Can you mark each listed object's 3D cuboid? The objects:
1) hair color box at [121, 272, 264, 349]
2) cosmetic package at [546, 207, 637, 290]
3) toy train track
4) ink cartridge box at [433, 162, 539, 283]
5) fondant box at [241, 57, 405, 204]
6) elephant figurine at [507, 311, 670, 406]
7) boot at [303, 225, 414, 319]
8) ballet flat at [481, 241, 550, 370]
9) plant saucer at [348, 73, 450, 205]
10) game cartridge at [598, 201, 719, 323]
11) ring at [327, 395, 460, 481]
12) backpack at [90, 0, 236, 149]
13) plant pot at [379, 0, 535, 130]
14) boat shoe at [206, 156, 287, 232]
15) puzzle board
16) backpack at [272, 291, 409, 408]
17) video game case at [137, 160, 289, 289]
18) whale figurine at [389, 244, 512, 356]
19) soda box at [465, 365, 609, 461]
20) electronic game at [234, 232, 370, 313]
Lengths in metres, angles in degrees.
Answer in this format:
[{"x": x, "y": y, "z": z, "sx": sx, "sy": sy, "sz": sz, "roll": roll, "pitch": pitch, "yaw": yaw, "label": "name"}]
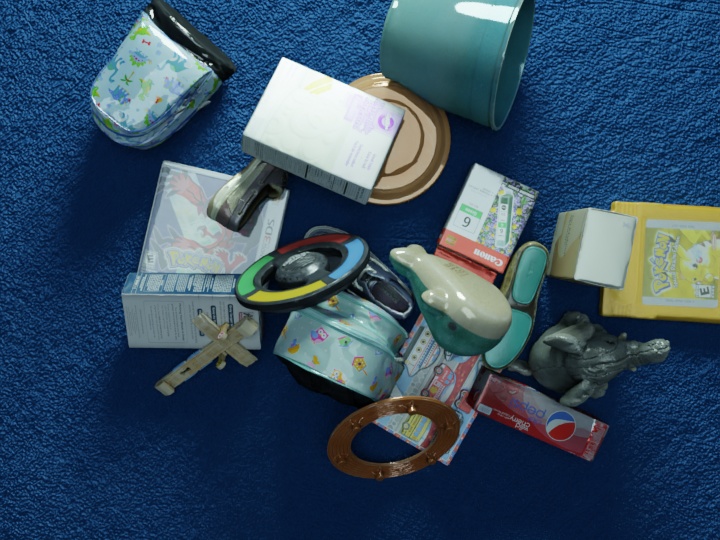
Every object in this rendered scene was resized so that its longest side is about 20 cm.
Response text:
[{"x": -0.246, "y": 0.060, "z": 1.451, "sx": 0.199, "sy": 0.061, "sz": 0.100, "roll": 1, "pitch": 123, "yaw": 0, "label": "hair color box"}, {"x": 0.327, "y": -0.031, "z": 1.398, "sx": 0.071, "sy": 0.200, "sz": 0.106, "roll": 12, "pitch": 90, "yaw": 0, "label": "cosmetic package"}, {"x": -0.231, "y": 0.134, "z": 1.444, "sx": 0.200, "sy": 0.033, "sz": 0.115, "roll": -35, "pitch": 117, "yaw": 24, "label": "toy train track"}, {"x": 0.178, "y": -0.048, "z": 1.474, "sx": 0.109, "sy": 0.050, "sz": 0.201, "roll": 24, "pitch": 90, "yaw": 0, "label": "ink cartridge box"}, {"x": -0.053, "y": -0.203, "z": 1.416, "sx": 0.199, "sy": 0.058, "sz": 0.145, "roll": 24, "pitch": 68, "yaw": -1, "label": "fondant box"}, {"x": 0.322, "y": 0.125, "z": 1.399, "sx": 0.141, "sy": 0.200, "sz": 0.156, "roll": 34, "pitch": 90, "yaw": 0, "label": "elephant figurine"}, {"x": 0.000, "y": 0.000, "z": 1.454, "sx": 0.200, "sy": 0.090, "sz": 0.073, "roll": 34, "pitch": 90, "yaw": 0, "label": "boot"}, {"x": 0.231, "y": 0.053, "z": 1.467, "sx": 0.070, "sy": 0.071, "sz": 0.201, "roll": 19, "pitch": 94, "yaw": 0, "label": "ballet flat"}, {"x": 0.038, "y": -0.200, "z": 1.483, "sx": 0.199, "sy": 0.032, "sz": 0.201, "roll": 0, "pitch": 90, "yaw": -1, "label": "plant saucer"}, {"x": 0.468, "y": -0.012, "z": 1.483, "sx": 0.199, "sy": 0.032, "sz": 0.177, "roll": 3, "pitch": 90, "yaw": -1, "label": "game cartridge"}, {"x": 0.050, "y": 0.250, "z": 1.421, "sx": 0.199, "sy": 0.201, "sz": 0.019, "roll": -14, "pitch": 48, "yaw": 0, "label": "ring"}, {"x": -0.309, "y": -0.274, "z": 1.441, "sx": 0.163, "sy": 0.154, "sz": 0.200, "roll": 42, "pitch": 103, "yaw": -7, "label": "backpack"}, {"x": 0.134, "y": -0.322, "z": 1.412, "sx": 0.187, "sy": 0.200, "sz": 0.201, "roll": 16, "pitch": 90, "yaw": 15, "label": "plant pot"}, {"x": -0.140, "y": -0.133, "z": 1.444, "sx": 0.065, "sy": 0.072, "sz": 0.200, "roll": 41, "pitch": 67, "yaw": 9, "label": "boat shoe"}, {"x": 0.118, "y": 0.174, "z": 1.492, "sx": 0.150, "sy": 0.017, "sz": 0.201, "roll": 29, "pitch": 90, "yaw": 0, "label": "puzzle board"}, {"x": -0.027, "y": 0.110, "z": 1.387, "sx": 0.175, "sy": 0.200, "sz": 0.154, "roll": 26, "pitch": 90, "yaw": 15, "label": "backpack"}, {"x": -0.224, "y": -0.057, "z": 1.489, "sx": 0.199, "sy": 0.023, "sz": 0.183, "roll": 13, "pitch": 90, "yaw": 0, "label": "video game case"}, {"x": 0.120, "y": 0.045, "z": 1.410, "sx": 0.200, "sy": 0.159, "sz": 0.104, "roll": 39, "pitch": 115, "yaw": 18, "label": "whale figurine"}, {"x": 0.262, "y": 0.213, "z": 1.457, "sx": 0.199, "sy": 0.070, "sz": 0.064, "roll": 25, "pitch": 91, "yaw": -5, "label": "soda box"}, {"x": -0.082, "y": 0.000, "z": 1.372, "sx": 0.199, "sy": 0.200, "sz": 0.042, "roll": -20, "pitch": 114, "yaw": 0, "label": "electronic game"}]
